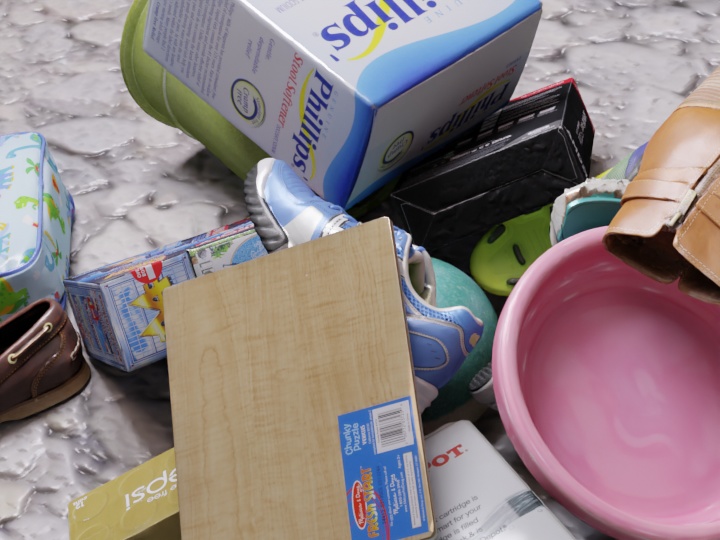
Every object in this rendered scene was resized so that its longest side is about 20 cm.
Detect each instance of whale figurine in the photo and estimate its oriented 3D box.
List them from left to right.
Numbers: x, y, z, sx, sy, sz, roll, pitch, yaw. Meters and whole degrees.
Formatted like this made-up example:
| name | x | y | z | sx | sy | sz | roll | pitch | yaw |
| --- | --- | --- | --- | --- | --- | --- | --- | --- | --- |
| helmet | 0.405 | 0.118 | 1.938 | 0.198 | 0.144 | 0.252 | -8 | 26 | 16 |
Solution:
| name | x | y | z | sx | sy | sz | roll | pitch | yaw |
| --- | --- | --- | --- | --- | --- | --- | --- | --- | --- |
| whale figurine | -0.009 | 0.049 | 1.271 | 0.199 | 0.104 | 0.159 | -4 | 39 | 15 |

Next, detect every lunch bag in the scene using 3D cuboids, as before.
| name | x | y | z | sx | sy | sz | roll | pitch | yaw |
| --- | --- | --- | --- | --- | --- | --- | --- | --- | --- |
| lunch bag | -0.302 | -0.017 | 1.490 | 0.160 | 0.083 | 0.200 | -14 | 37 | 2 |

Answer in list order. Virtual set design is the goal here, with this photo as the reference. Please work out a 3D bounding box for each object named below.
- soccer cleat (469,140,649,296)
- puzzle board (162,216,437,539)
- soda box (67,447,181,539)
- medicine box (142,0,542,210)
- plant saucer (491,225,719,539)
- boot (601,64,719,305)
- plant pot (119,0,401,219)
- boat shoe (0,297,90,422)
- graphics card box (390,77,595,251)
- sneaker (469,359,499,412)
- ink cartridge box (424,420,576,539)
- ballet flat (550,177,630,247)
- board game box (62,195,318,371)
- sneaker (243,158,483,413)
| name | x | y | z | sx | sy | sz | roll | pitch | yaw |
| --- | --- | --- | --- | --- | --- | --- | --- | --- | --- |
| soccer cleat | 0.160 | -0.031 | 1.344 | 0.200 | 0.084 | 0.065 | -29 | 80 | -17 |
| puzzle board | -0.037 | 0.079 | 1.120 | 0.150 | 0.017 | 0.201 | -17 | 60 | 17 |
| soda box | -0.076 | 0.136 | 1.183 | 0.199 | 0.064 | 0.068 | -29 | 30 | 7 |
| medicine box | -0.013 | -0.166 | 1.336 | 0.200 | 0.103 | 0.182 | 39 | 50 | 21 |
| plant saucer | 0.168 | 0.072 | 1.150 | 0.199 | 0.051 | 0.201 | 8 | 62 | -15 |
| boot | 0.251 | -0.040 | 1.134 | 0.199 | 0.074 | 0.155 | 16 | 55 | 37 |
| plant pot | -0.052 | -0.134 | 1.479 | 0.199 | 0.201 | 0.190 | -27 | 51 | -13 |
| boat shoe | -0.288 | 0.085 | 1.367 | 0.199 | 0.071 | 0.070 | -30 | 40 | -15 |
| graphics card box | 0.096 | -0.076 | 1.357 | 0.125 | 0.051 | 0.200 | -21 | 10 | 12 |
| sneaker | 0.147 | 0.054 | 1.248 | 0.200 | 0.080 | 0.074 | -38 | -2 | -43 |
| ink cartridge box | 0.053 | 0.192 | 1.082 | 0.146 | 0.083 | 0.200 | -27 | 38 | -12 |
| ballet flat | 0.192 | -0.015 | 1.239 | 0.072 | 0.199 | 0.072 | -39 | 40 | 45 |
| board game box | -0.108 | 0.012 | 1.316 | 0.199 | 0.062 | 0.200 | -19 | 6 | 0 |
| sneaker | 0.000 | 0.000 | 1.193 | 0.077 | 0.076 | 0.200 | -41 | 63 | 5 |
